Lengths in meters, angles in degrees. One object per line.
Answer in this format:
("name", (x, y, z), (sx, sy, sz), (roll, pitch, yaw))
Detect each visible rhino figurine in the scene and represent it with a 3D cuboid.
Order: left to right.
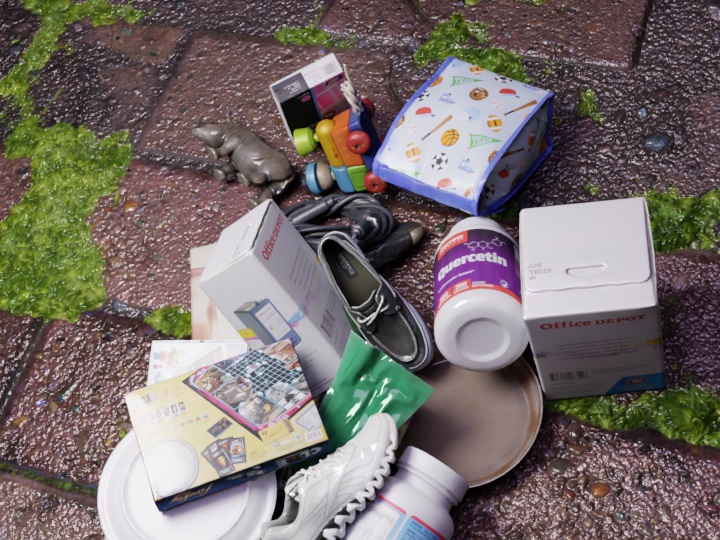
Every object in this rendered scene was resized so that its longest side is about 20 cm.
("rhino figurine", (-0.169, -0.164, 1.782), (0.087, 0.060, 0.200), (-29, 52, -27))

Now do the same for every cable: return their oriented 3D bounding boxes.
("cable", (-0.059, -0.066, 1.656), (0.199, 0.051, 0.163), (4, 27, 30))

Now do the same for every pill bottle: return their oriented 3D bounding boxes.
("pill bottle", (0.034, 0.300, 1.394), (0.108, 0.109, 0.201), (27, 76, 28))
("pill bottle", (0.143, 0.021, 1.525), (0.111, 0.113, 0.201), (-10, 34, 9))

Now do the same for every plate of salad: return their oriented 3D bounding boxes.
("plate of salad", (-0.191, 0.248, 1.407), (0.198, 0.048, 0.202), (-1, 60, 2))

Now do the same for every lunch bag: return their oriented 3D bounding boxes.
("lunch bag", (0.134, -0.160, 1.652), (0.169, 0.124, 0.200), (22, 53, 28))

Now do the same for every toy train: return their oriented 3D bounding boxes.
("toy train", (-0.038, -0.184, 1.677), (0.115, 0.201, 0.085), (-11, 43, 17))

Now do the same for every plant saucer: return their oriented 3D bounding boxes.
("plant saucer", (0.119, 0.171, 1.509), (0.198, 0.032, 0.202), (-8, 57, 12))

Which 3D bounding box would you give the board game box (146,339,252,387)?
("board game box", (-0.192, 0.182, 1.483), (0.125, 0.035, 0.202), (-1, 70, 13))

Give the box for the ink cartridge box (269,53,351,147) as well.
("ink cartridge box", (-0.060, -0.218, 1.711), (0.094, 0.200, 0.037), (-28, 75, -2))

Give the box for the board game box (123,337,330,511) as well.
("board game box", (-0.148, 0.168, 1.405), (0.198, 0.035, 0.136), (-18, 61, -9))

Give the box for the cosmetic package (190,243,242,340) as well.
("cosmetic package", (-0.161, 0.072, 1.609), (0.087, 0.104, 0.201), (-11, 55, 9))

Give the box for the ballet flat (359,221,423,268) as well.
("ballet flat", (0.000, 0.000, 1.648), (0.199, 0.057, 0.066), (-34, 17, -9))

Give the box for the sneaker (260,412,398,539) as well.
("sneaker", (-0.031, 0.233, 1.376), (0.081, 0.075, 0.201), (38, 78, -13))

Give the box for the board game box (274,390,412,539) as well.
("board game box", (-0.020, 0.215, 1.500), (0.119, 0.032, 0.201), (18, 73, 30))

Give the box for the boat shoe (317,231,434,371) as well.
("boat shoe", (0.010, 0.041, 1.521), (0.072, 0.071, 0.200), (-41, 84, 11))

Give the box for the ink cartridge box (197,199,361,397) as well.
("ink cartridge box", (-0.090, 0.035, 1.521), (0.087, 0.200, 0.146), (-29, 22, 21))

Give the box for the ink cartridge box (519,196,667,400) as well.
("ink cartridge box", (0.266, 0.035, 1.449), (0.146, 0.200, 0.146), (-6, 57, 12))

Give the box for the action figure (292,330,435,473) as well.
("action figure", (-0.016, 0.184, 1.455), (0.118, 0.055, 0.201), (35, 94, 13))
